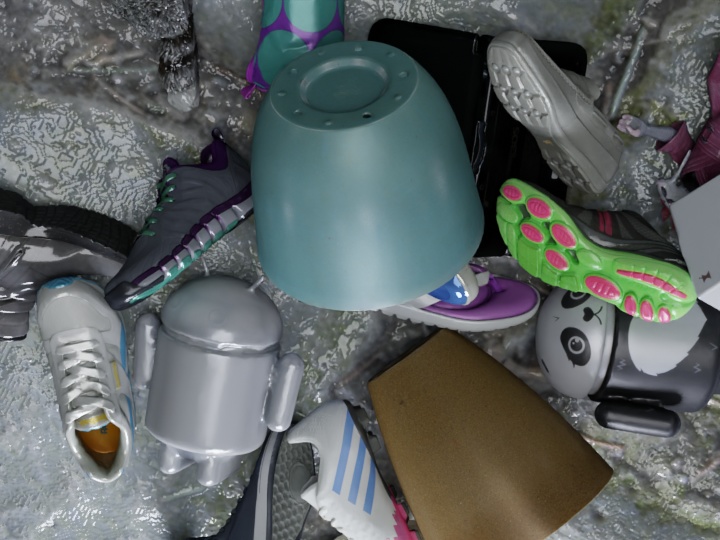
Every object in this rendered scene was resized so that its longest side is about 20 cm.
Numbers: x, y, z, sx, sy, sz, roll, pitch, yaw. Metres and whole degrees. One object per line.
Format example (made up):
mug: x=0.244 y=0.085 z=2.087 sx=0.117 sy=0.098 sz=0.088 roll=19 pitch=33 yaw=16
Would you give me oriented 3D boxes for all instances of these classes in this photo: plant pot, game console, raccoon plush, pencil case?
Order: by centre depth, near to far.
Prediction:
plant pot: x=-0.002 y=-0.094 z=1.525 sx=0.200 sy=0.201 sz=0.161 roll=-12 pitch=130 yaw=-2
raccoon plush: x=-0.216 y=-0.231 z=1.586 sx=0.133 sy=0.097 sz=0.201 roll=-2 pitch=104 yaw=3
pencil case: x=-0.058 y=-0.252 z=1.594 sx=0.092 sy=0.085 sz=0.201 roll=-3 pitch=104 yaw=-16
plant pot: x=0.102 y=0.156 z=1.673 sx=0.186 sy=0.186 sz=0.200 roll=-35 pitch=90 yaw=4
game console: x=0.098 y=-0.122 z=1.674 sx=0.175 sy=0.116 sz=0.201 roll=-2 pitch=106 yaw=-36

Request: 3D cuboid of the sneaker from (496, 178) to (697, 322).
sneaker: x=0.210 y=-0.021 z=1.624 sx=0.199 sy=0.084 sz=0.077 roll=30 pitch=122 yaw=9

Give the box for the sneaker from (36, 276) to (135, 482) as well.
sneaker: x=-0.243 y=0.097 z=1.640 sx=0.076 sy=0.081 sz=0.201 roll=-12 pitch=121 yaw=1

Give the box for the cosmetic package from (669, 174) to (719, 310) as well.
cosmetic package: x=0.370 y=-0.002 z=1.632 sx=0.071 sy=0.102 sz=0.200 roll=-34 pitch=141 yaw=30

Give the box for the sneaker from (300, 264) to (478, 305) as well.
sneaker: x=0.000 y=0.001 z=1.607 sx=0.200 sy=0.077 sz=0.111 roll=32 pitch=63 yaw=25

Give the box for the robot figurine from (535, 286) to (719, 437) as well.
robot figurine: x=0.261 y=0.065 z=1.676 sx=0.199 sy=0.150 sz=0.125 roll=7 pitch=116 yaw=-7

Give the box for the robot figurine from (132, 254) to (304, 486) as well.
robot figurine: x=-0.133 y=0.091 z=1.655 sx=0.169 sy=0.113 sz=0.201 roll=15 pitch=103 yaw=16

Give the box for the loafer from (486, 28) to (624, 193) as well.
loafer: x=0.175 y=-0.149 z=1.608 sx=0.070 sy=0.070 sz=0.200 roll=-55 pitch=135 yaw=-15

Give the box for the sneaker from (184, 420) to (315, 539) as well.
sneaker: x=-0.123 y=0.240 z=1.710 sx=0.077 sy=0.146 sz=0.203 roll=36 pitch=56 yaw=-47

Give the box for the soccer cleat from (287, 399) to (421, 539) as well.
soccer cleat: x=-0.004 y=0.220 z=1.688 sx=0.086 sy=0.070 sz=0.201 roll=-24 pitch=89 yaw=-5

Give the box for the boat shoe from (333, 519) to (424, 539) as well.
boat shoe: x=-0.013 y=0.296 z=1.742 sx=0.199 sy=0.060 sz=0.072 roll=-21 pitch=63 yaw=-6

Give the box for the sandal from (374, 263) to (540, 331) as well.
sandal: x=0.068 y=0.012 z=1.665 sx=0.202 sy=0.083 sz=0.050 roll=6 pitch=127 yaw=-5

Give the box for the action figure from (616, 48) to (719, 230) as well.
action figure: x=0.337 y=-0.124 z=1.672 sx=0.149 sy=0.134 sz=0.200 roll=5 pitch=124 yaw=-50

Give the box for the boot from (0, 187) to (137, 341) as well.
boot: x=-0.291 y=0.007 z=1.654 sx=0.199 sy=0.070 sz=0.132 roll=18 pitch=111 yaw=-8

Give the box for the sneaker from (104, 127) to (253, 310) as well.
sneaker: x=-0.171 y=-0.045 z=1.611 sx=0.088 sy=0.074 sz=0.200 roll=51 pitch=53 yaw=-3
